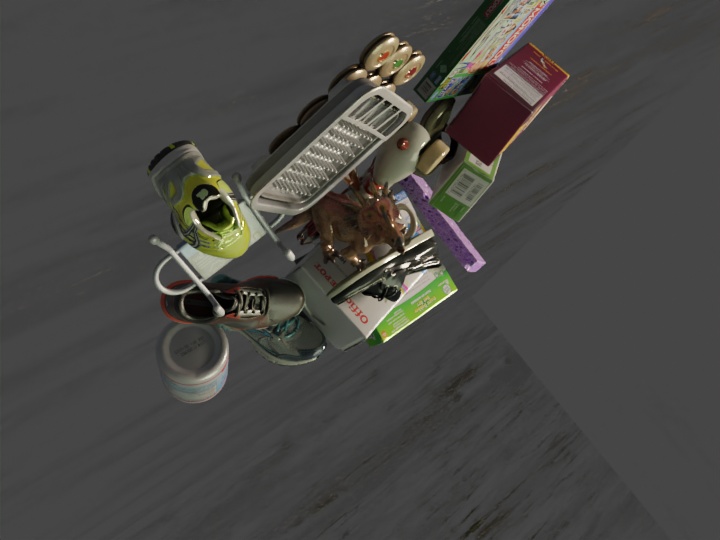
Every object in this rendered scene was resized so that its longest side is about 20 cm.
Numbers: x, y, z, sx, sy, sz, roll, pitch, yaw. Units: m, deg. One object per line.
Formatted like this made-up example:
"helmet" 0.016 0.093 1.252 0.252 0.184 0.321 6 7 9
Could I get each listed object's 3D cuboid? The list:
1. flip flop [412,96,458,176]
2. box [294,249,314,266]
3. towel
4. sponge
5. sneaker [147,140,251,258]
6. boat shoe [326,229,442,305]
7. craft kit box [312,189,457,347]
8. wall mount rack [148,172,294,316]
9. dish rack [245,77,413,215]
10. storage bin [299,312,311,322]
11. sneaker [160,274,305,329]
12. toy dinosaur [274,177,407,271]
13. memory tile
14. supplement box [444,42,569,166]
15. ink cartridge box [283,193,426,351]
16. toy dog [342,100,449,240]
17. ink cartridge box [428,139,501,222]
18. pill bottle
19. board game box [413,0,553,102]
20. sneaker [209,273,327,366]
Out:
"flip flop" 0.122 -0.197 1.260 0.081 0.058 0.200 -52 170 -21
"box" 0.010 -0.010 1.434 0.200 0.132 0.115 -29 -177 -40
"towel" -0.005 -0.116 1.313 0.200 0.023 0.144 -42 170 23
"sponge" 0.145 -0.084 1.447 0.030 0.200 0.112 -39 168 12
"sneaker" -0.158 -0.052 0.862 0.075 0.076 0.200 -39 156 -5
"boat shoe" 0.041 0.010 1.160 0.199 0.066 0.074 -31 -176 -38
"craft kit box" 0.045 -0.007 1.356 0.200 0.198 0.049 -31 -178 -39
"wall mount rack" -0.169 -0.039 0.992 0.200 0.075 0.174 -38 137 -6
"dish rack" -0.040 -0.145 0.951 0.200 0.044 0.172 -41 169 14
"storage bin" -0.067 0.046 1.568 0.200 0.094 0.135 -33 168 -29
"sneaker" -0.164 0.049 1.112 0.200 0.077 0.082 -3 -176 -22
"toy dinosaur" -0.019 -0.069 1.063 0.136 0.200 0.086 68 39 -61
"memory tile" -0.013 -0.197 0.982 0.200 0.017 0.153 -42 168 17
"supplement box" 0.220 -0.249 1.218 0.110 0.086 0.200 -52 175 39
"ink cartridge box" 0.000 0.000 1.235 0.200 0.145 0.085 -46 -173 -32
"toy dog" 0.031 -0.132 1.123 0.096 0.132 0.200 -32 148 -63
"ink cartridge box" 0.178 -0.182 1.313 0.104 0.059 0.200 -51 -169 44
"pill bottle" -0.266 0.150 1.313 0.109 0.109 0.200 -34 168 -20
"board game box" 0.170 -0.308 1.088 0.135 0.029 0.200 -23 161 -50
"sneaker" -0.141 0.070 1.197 0.086 0.200 0.078 102 14 -54
